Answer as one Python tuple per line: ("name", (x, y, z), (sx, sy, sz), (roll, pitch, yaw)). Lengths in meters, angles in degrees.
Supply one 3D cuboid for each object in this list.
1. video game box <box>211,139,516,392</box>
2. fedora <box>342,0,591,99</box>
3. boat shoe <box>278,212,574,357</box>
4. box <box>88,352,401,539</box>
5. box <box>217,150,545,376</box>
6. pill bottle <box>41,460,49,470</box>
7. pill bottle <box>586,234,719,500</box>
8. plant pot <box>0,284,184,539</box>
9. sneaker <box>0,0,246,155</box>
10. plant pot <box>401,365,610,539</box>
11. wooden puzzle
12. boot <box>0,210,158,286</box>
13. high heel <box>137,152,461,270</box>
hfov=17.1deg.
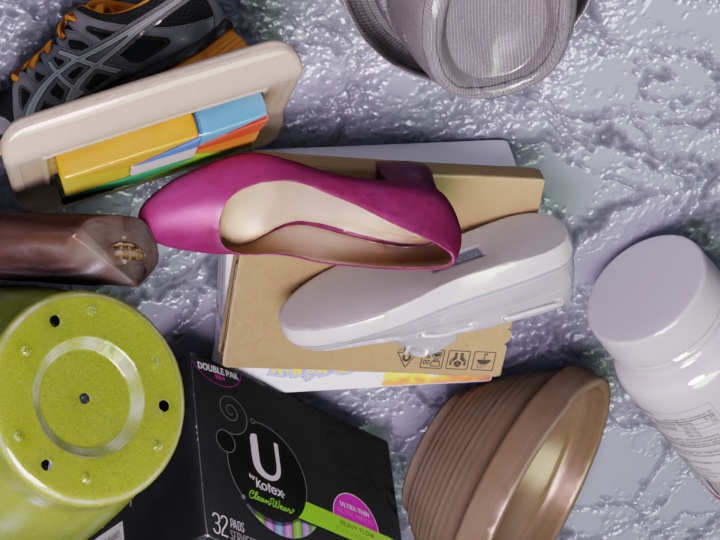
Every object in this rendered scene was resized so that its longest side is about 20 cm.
("video game box", (0.000, 0.000, 1.648), (0.199, 0.047, 0.183), (-3, 129, -10))
("fedora", (0.076, -0.186, 1.493), (0.176, 0.091, 0.201), (-4, 127, -10))
("boat shoe", (0.047, 0.022, 1.580), (0.199, 0.072, 0.069), (-21, 125, -9))
("box", (-0.080, 0.175, 1.667), (0.124, 0.149, 0.200), (-34, 138, 31))
("box", (0.013, -0.002, 1.606), (0.199, 0.021, 0.164), (3, 123, -13))
("pill bottle", (-0.314, 0.109, 1.619), (0.199, 0.115, 0.115), (10, 124, -19))
("pill bottle", (0.251, 0.072, 1.712), (0.113, 0.114, 0.200), (-32, 127, 13))
("plant pot", (-0.206, 0.093, 1.500), (0.200, 0.202, 0.193), (21, 161, -25))
("sneaker", (-0.170, -0.129, 1.505), (0.199, 0.078, 0.078), (-22, 98, 12))
("plant pot", (0.093, 0.147, 1.722), (0.092, 0.201, 0.202), (27, 126, 18))
("wooden puzzle", (-0.127, -0.079, 1.482), (0.184, 0.037, 0.200), (-18, 172, -7))
("boot", (-0.240, -0.024, 1.473), (0.199, 0.065, 0.186), (7, 179, 26))
("high heel", (-0.038, -0.028, 1.505), (0.199, 0.096, 0.068), (-10, 124, -6))
